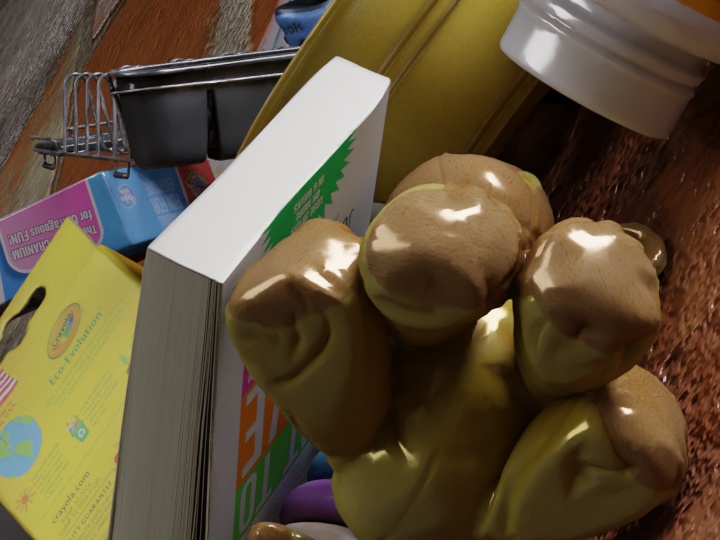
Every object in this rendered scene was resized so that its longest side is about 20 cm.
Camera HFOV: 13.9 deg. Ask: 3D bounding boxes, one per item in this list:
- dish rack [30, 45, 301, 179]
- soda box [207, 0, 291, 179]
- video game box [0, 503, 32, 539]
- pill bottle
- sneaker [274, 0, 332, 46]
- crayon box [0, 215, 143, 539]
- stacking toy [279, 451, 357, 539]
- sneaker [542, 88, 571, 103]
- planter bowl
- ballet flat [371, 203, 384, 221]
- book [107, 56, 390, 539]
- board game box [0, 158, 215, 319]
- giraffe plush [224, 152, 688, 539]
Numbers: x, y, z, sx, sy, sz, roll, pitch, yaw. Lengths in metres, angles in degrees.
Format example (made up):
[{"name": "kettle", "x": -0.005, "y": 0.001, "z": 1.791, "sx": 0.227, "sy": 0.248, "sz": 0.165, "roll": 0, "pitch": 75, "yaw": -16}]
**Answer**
[{"name": "dish rack", "x": -0.072, "y": -0.081, "z": 1.433, "sx": 0.200, "sy": 0.153, "sz": 0.055, "roll": -171, "pitch": 75, "yaw": -66}, {"name": "soda box", "x": -0.034, "y": -0.088, "z": 1.641, "sx": 0.201, "sy": 0.063, "sz": 0.068, "roll": -66, "pitch": 17, "yaw": -2}, {"name": "video game box", "x": -0.178, "y": 0.114, "z": 1.552, "sx": 0.047, "sy": 0.199, "sz": 0.182, "roll": -70, "pitch": 18, "yaw": 1}, {"name": "pill bottle", "x": 0.135, "y": -0.156, "z": 1.150, "sx": 0.200, "sy": 0.109, "sz": 0.109, "roll": -61, "pitch": 17, "yaw": 12}, {"name": "sneaker", "x": 0.038, "y": -0.179, "z": 1.489, "sx": 0.200, "sy": 0.078, "sz": 0.066, "roll": -49, "pitch": 16, "yaw": 3}, {"name": "crayon box", "x": -0.109, "y": 0.075, "z": 1.383, "sx": 0.127, "sy": 0.051, "sz": 0.200, "roll": -54, "pitch": 46, "yaw": 6}, {"name": "stacking toy", "x": 0.029, "y": 0.054, "z": 1.238, "sx": 0.085, "sy": 0.085, "sz": 0.200, "roll": -33, "pitch": 31, "yaw": 60}, {"name": "sneaker", "x": 0.081, "y": -0.135, "z": 1.375, "sx": 0.105, "sy": 0.060, "sz": 0.200, "roll": -67, "pitch": 22, "yaw": -2}, {"name": "planter bowl", "x": 0.035, "y": -0.088, "z": 1.254, "sx": 0.201, "sy": 0.083, "sz": 0.200, "roll": -52, "pitch": -4, "yaw": -5}, {"name": "ballet flat", "x": 0.000, "y": 0.000, "z": 1.399, "sx": 0.201, "sy": 0.072, "sz": 0.068, "roll": -67, "pitch": 15, "yaw": -8}, {"name": "book", "x": -0.043, "y": 0.029, "z": 1.166, "sx": 0.134, "sy": 0.048, "sz": 0.200, "roll": -50, "pitch": -22, "yaw": -40}, {"name": "board game box", "x": -0.183, "y": 0.000, "z": 1.536, "sx": 0.199, "sy": 0.040, "sz": 0.153, "roll": -24, "pitch": -1, "yaw": 18}, {"name": "giraffe plush", "x": 0.047, "y": 0.025, "z": 1.128, "sx": 0.162, "sy": 0.172, "sz": 0.201, "roll": -70, "pitch": -12, "yaw": -52}]
